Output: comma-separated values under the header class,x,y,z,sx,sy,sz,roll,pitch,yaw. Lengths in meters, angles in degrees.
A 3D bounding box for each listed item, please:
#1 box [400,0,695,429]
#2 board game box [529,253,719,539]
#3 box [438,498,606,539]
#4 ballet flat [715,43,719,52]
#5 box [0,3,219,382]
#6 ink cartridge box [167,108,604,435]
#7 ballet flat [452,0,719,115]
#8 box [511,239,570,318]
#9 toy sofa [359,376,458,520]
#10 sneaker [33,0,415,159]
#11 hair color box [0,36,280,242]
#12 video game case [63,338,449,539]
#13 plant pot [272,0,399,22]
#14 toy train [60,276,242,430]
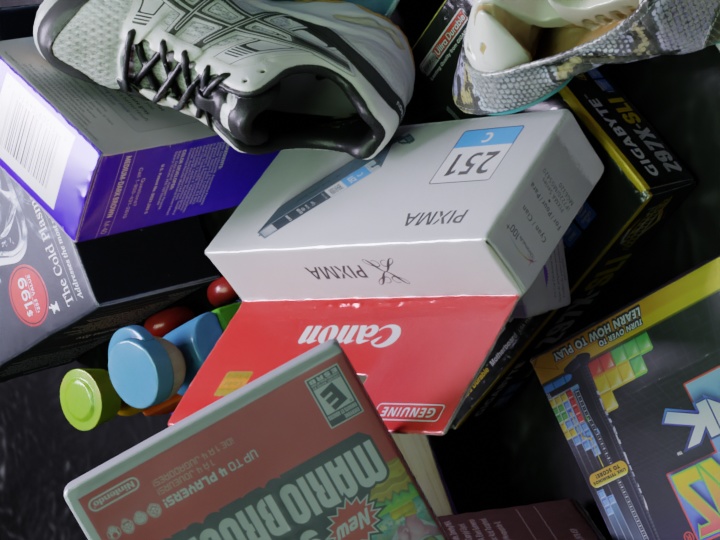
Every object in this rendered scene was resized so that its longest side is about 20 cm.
class,x,y,z,sx,sy,sz,roll,pitch,yaw
box,0.066,-0.037,1.078,0.160,0.049,0.200,52,131,19
board game box,0.196,0.076,0.974,0.200,0.057,0.165,-34,75,43
box,0.037,0.224,1.024,0.164,0.200,0.166,-113,16,-82
ballet flat,0.185,-0.138,0.924,0.069,0.069,0.200,-2,99,44
box,-0.212,-0.047,1.305,0.182,0.104,0.200,-29,80,45
ink cartridge box,0.000,0.000,1.002,0.200,0.176,0.045,-3,134,44
ballet flat,0.094,-0.123,0.934,0.200,0.072,0.072,-13,91,52
box,0.022,0.005,1.069,0.200,0.039,0.041,-1,98,44
toy sofa,0.005,0.130,1.135,0.083,0.098,0.200,-123,12,-82
sneaker,-0.072,-0.105,1.028,0.200,0.088,0.076,7,129,0
hair color box,-0.107,-0.085,1.124,0.109,0.200,0.065,43,128,28
video game case,-0.025,0.151,0.921,0.200,0.143,0.017,61,180,-7
plant pot,-0.068,-0.215,1.083,0.135,0.200,0.200,-86,21,-52
toy train,-0.140,0.073,1.256,0.200,0.116,0.085,-27,81,44
